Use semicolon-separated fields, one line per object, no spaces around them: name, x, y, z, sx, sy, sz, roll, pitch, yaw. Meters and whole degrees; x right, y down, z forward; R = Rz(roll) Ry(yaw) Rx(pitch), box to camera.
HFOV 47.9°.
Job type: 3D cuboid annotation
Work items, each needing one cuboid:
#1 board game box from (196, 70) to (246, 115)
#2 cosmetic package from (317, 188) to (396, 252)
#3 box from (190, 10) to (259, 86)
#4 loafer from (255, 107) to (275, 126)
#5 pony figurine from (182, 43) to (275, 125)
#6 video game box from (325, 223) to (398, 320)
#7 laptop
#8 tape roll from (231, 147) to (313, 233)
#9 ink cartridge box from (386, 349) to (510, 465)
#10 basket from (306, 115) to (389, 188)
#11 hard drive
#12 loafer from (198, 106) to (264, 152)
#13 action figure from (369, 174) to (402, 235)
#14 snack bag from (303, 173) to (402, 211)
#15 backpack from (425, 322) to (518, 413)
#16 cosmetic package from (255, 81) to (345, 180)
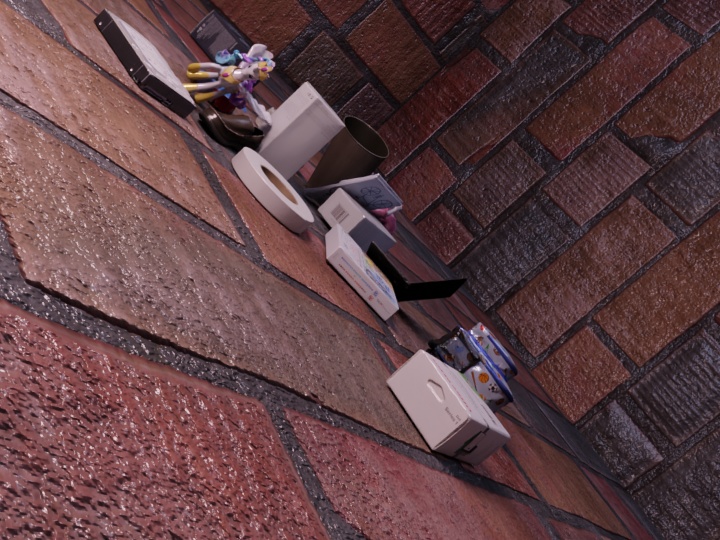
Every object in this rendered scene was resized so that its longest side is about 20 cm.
board game box;-0.336;-0.408;1.876;0.158;0.039;0.200;40;6;-17
cosmetic package;-0.006;-0.107;1.975;0.113;0.081;0.200;51;10;27
box;-0.388;-0.652;2.421;0.200;0.104;0.148;51;9;13
loafer;-0.204;-0.354;2.154;0.200;0.070;0.070;52;10;19
pony figurine;-0.254;-0.387;1.663;0.193;0.199;0.167;-7;93;-80
video game box;0.000;0.000;1.715;0.182;0.047;0.200;45;9;-13
laptop;0.118;0.001;1.853;0.200;0.116;0.187;49;-15;7
tape roll;-0.171;-0.157;1.594;0.203;0.037;0.203;47;9;-10
ink cartridge box;0.146;0.228;1.328;0.146;0.084;0.200;54;11;33
basket;-0.039;-0.266;2.077;0.136;0.200;0.181;22;29;-29
hard drive;-0.392;-0.379;1.481;0.200;0.038;0.140;54;11;27
loafer;-0.258;-0.295;1.646;0.073;0.071;0.200;51;9;16
action figure;0.025;-0.165;2.164;0.134;0.149;0.200;51;5;29
snack bag;-0.016;-0.183;2.008;0.189;0.199;0.021;36;49;-62
backpack;0.245;0.211;1.699;0.191;0.154;0.200;62;10;16
cosmetic package;-0.148;-0.300;1.785;0.113;0.200;0.081;43;11;-45
